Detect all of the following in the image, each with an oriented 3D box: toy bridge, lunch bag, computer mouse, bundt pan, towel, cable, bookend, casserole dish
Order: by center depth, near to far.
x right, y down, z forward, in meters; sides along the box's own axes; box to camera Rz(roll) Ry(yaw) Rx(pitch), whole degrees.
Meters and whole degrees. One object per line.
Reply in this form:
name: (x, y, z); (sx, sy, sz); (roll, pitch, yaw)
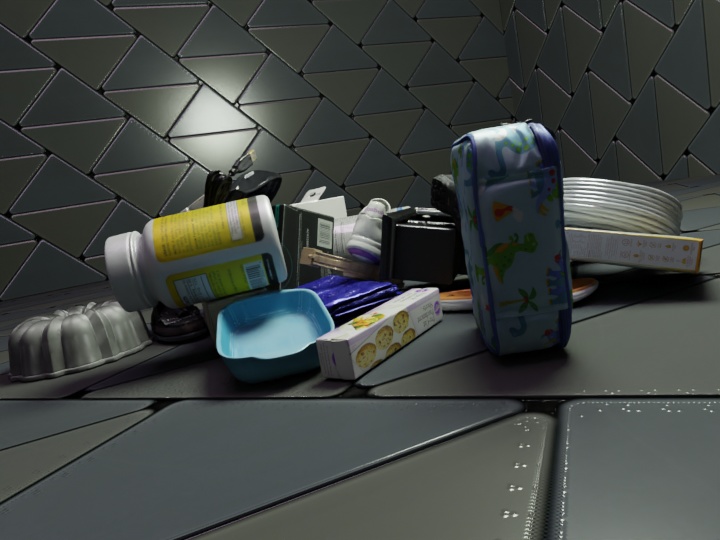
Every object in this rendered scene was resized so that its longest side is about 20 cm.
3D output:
lunch bag: (0.136, -0.034, 0.490); (0.082, 0.201, 0.161); (-9, 7, 4)
casserole dish: (-0.094, 0.069, 0.572); (0.120, 0.039, 0.200); (-12, 17, -12)
towel: (-0.046, 0.043, 0.749); (0.147, 0.050, 0.200); (-14, 8, -31)
cable: (0.352, -0.077, 0.752); (0.199, 0.070, 0.200); (19, -2, -2)
computer mouse: (-0.175, -0.127, 0.753); (0.200, 0.046, 0.141); (-48, -9, -51)
bookend: (0.147, -0.038, 0.767); (0.197, 0.093, 0.200); (6, 11, 17)
bundt pan: (-0.422, 0.094, 0.779); (0.200, 0.076, 0.202); (-9, 7, 1)
toy bridge: (0.000, 0.000, 0.807); (0.199, 0.027, 0.067); (15, -4, -40)

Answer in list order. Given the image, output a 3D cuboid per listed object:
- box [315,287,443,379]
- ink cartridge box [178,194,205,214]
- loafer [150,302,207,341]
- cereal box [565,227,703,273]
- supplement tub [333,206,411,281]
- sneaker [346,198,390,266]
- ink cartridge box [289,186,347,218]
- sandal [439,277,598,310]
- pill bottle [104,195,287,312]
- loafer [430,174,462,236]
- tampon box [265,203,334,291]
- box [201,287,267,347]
box: (0.029, 0.061, 0.550); (0.038, 0.042, 0.200); (-4, 9, 34)
ink cartridge box: (-0.268, -0.038, 0.828); (0.199, 0.067, 0.116); (-32, -9, 18)
loafer: (-0.302, 0.071, 0.830); (0.072, 0.063, 0.200); (-15, 9, -32)
cereal box: (0.293, -0.028, 0.626); (0.199, 0.040, 0.144); (9, 6, 33)
supplement tub: (0.016, -0.047, 1.020); (0.199, 0.133, 0.132); (-10, 7, 9)
sneaker: (0.033, -0.057, 0.830); (0.074, 0.100, 0.200); (17, -1, 8)
ink cartridge box: (-0.104, -0.080, 1.158); (0.125, 0.201, 0.128); (-14, 8, -25)
sandal: (0.176, 0.013, 0.633); (0.205, 0.060, 0.079); (-6, 9, 27)
pill bottle: (-0.200, -0.018, 0.648); (0.199, 0.115, 0.114); (-14, 8, -9)
loafer: (0.152, -0.086, 0.679); (0.070, 0.069, 0.201); (-4, 24, -10)
tampon box: (-0.162, -0.024, 0.925); (0.199, 0.151, 0.126); (-3, -8, 39)
box: (-0.183, 0.057, 0.748); (0.082, 0.069, 0.200); (-15, 9, -20)
